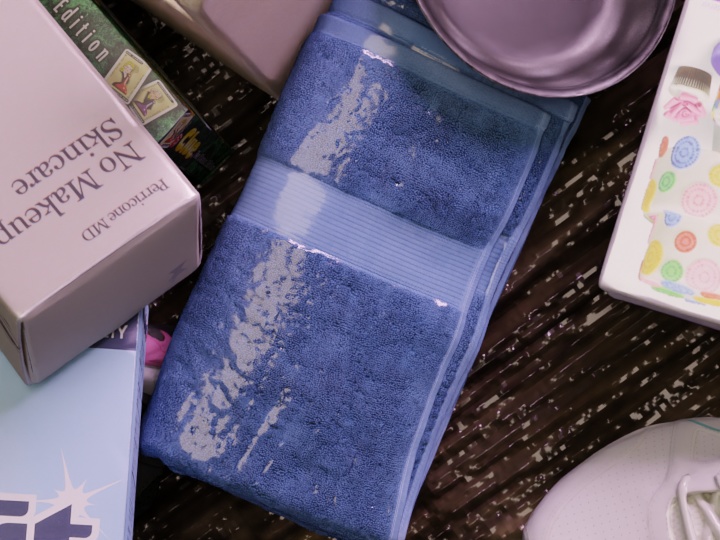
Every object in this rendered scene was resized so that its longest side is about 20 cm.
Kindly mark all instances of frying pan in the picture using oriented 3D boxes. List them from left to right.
[{"bbox_3d":[0.060,-0.156,0.865,0.115,0.031,0.190,-4,81,-23],"label":"frying pan"}]

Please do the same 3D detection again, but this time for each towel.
[{"bbox_3d":[0.000,0.000,0.874,0.112,0.049,0.200,25,89,-18],"label":"towel"}]

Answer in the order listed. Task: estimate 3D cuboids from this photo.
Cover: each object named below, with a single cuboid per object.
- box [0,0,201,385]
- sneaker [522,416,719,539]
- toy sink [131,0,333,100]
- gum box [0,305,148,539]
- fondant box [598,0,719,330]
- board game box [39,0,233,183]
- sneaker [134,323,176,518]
[{"bbox_3d":[-0.145,-0.064,0.814,0.082,0.068,0.200,-37,75,-17],"label":"box"},{"bbox_3d":[0.156,0.083,0.851,0.200,0.080,0.071,-13,85,7],"label":"sneaker"},{"bbox_3d":[-0.049,-0.156,0.836,0.112,0.200,0.130,34,91,8],"label":"toy sink"},{"bbox_3d":[-0.166,0.097,0.815,0.170,0.045,0.200,4,72,-3],"label":"gum box"},{"bbox_3d":[0.185,-0.066,0.835,0.144,0.058,0.200,17,89,10],"label":"fondant box"},{"bbox_3d":[-0.127,-0.120,0.890,0.023,0.105,0.200,-42,82,4],"label":"board game box"},{"bbox_3d":[-0.167,0.060,0.894,0.200,0.080,0.087,2,87,9],"label":"sneaker"}]
